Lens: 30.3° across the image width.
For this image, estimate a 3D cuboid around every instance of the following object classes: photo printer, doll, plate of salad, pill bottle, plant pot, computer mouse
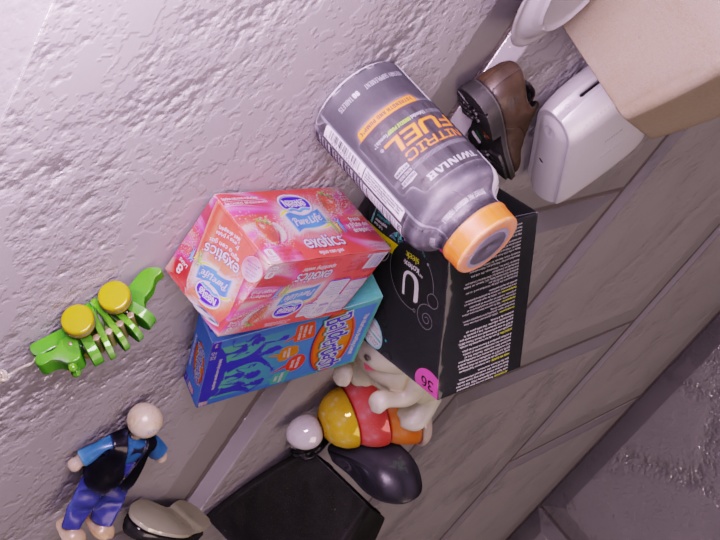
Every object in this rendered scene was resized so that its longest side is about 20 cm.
[{"bbox_3d":[0.288,-0.185,1.633,0.166,0.069,0.200,-35,159,-14],"label":"photo printer"},{"bbox_3d":[-0.274,0.224,1.503,0.136,0.048,0.200,-3,132,-45],"label":"doll"},{"bbox_3d":[0.207,-0.303,1.290,0.200,0.048,0.200,-44,167,-13],"label":"plate of salad"},{"bbox_3d":[0.056,-0.091,1.231,0.106,0.200,0.106,-35,159,-16],"label":"pill bottle"},{"bbox_3d":[-0.080,0.379,1.976,0.177,0.200,0.200,-48,160,-6],"label":"plant pot"},{"bbox_3d":[0.335,-0.254,1.429,0.177,0.200,0.200,-35,162,17],"label":"plant pot"},{"bbox_3d":[0.007,0.262,1.900,0.138,0.200,0.053,-20,128,-41],"label":"computer mouse"}]

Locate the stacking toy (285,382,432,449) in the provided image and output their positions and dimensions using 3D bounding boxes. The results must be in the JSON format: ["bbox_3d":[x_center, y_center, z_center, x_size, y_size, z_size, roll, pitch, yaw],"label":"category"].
[{"bbox_3d":[-0.010,0.200,1.856,0.199,0.146,0.146,-16,154,-12],"label":"stacking toy"}]

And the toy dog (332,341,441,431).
[{"bbox_3d":[0.057,0.100,1.714,0.194,0.140,0.200,-41,158,-2],"label":"toy dog"}]

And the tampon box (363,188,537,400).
[{"bbox_3d":[0.093,0.009,1.464,0.126,0.150,0.201,-17,125,-31],"label":"tampon box"}]

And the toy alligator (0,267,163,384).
[{"bbox_3d":[-0.254,0.069,1.218,0.200,0.054,0.059,-35,158,-16],"label":"toy alligator"}]

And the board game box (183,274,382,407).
[{"bbox_3d":[-0.087,0.074,1.464,0.199,0.045,0.152,-16,153,-22],"label":"board game box"}]

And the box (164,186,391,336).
[{"bbox_3d":[-0.078,-0.012,1.305,0.200,0.095,0.103,-9,143,-54],"label":"box"}]

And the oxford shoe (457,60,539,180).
[{"bbox_3d":[0.164,-0.162,1.462,0.084,0.073,0.200,-40,160,-8],"label":"oxford shoe"}]

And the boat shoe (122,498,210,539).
[{"bbox_3d":[-0.258,0.339,1.727,0.063,0.074,0.201,-50,163,1],"label":"boat shoe"}]
